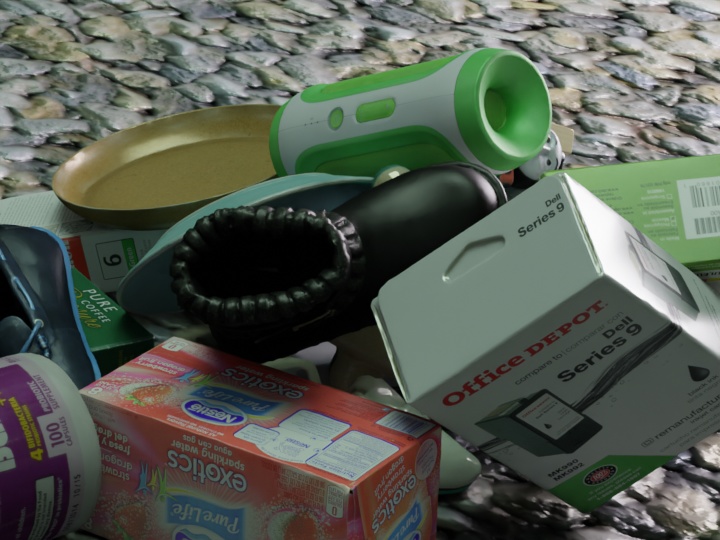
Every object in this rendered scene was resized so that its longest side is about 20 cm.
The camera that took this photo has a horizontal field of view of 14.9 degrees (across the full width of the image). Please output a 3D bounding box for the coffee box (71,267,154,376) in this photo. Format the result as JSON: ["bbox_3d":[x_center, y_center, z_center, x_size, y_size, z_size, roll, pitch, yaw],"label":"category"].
[{"bbox_3d":[-0.248,0.056,1.811,0.199,0.044,0.123,-13,29,-31],"label":"coffee box"}]

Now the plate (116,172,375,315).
[{"bbox_3d":[-0.071,-0.024,1.822,0.200,0.026,0.200,-21,-14,-5],"label":"plate"}]

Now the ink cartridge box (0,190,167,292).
[{"bbox_3d":[-0.181,-0.025,1.986,0.199,0.051,0.109,-10,22,8],"label":"ink cartridge box"}]

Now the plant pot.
[{"bbox_3d":[-0.120,-0.071,1.963,0.199,0.028,0.200,-9,22,4],"label":"plant pot"}]

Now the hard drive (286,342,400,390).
[{"bbox_3d":[-0.015,0.031,1.919,0.131,0.027,0.200,-5,24,-19],"label":"hard drive"}]

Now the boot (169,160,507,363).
[{"bbox_3d":[-0.007,-0.014,1.630,0.211,0.080,0.158,-29,-15,-4],"label":"boot"}]

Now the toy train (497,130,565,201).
[{"bbox_3d":[0.059,-0.069,1.963,0.114,0.086,0.200,7,-17,-29],"label":"toy train"}]

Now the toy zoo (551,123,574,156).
[{"bbox_3d":[0.054,-0.086,2.057,0.131,0.021,0.200,17,-21,-22],"label":"toy zoo"}]

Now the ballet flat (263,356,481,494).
[{"bbox_3d":[-0.021,0.092,1.728,0.199,0.070,0.069,11,24,17],"label":"ballet flat"}]

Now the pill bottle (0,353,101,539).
[{"bbox_3d":[-0.257,0.121,1.572,0.200,0.113,0.112,-16,30,-37],"label":"pill bottle"}]

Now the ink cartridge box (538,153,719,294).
[{"bbox_3d":[0.187,0.005,1.764,0.147,0.200,0.076,-6,65,-1],"label":"ink cartridge box"}]

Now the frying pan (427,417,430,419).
[{"bbox_3d":[0.117,0.063,1.787,0.190,0.031,0.115,-18,-7,-35],"label":"frying pan"}]

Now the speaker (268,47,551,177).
[{"bbox_3d":[0.031,-0.095,1.832,0.200,0.089,0.088,-9,9,46],"label":"speaker"}]

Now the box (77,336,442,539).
[{"bbox_3d":[-0.062,0.122,1.615,0.199,0.095,0.103,16,27,29],"label":"box"}]

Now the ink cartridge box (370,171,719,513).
[{"bbox_3d":[0.124,0.047,1.624,0.200,0.146,0.084,33,30,-46],"label":"ink cartridge box"}]

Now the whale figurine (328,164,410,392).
[{"bbox_3d":[0.000,0.000,1.784,0.199,0.160,0.104,2,24,-23],"label":"whale figurine"}]

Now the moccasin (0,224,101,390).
[{"bbox_3d":[-0.213,0.056,1.720,0.068,0.081,0.200,13,38,-34],"label":"moccasin"}]
